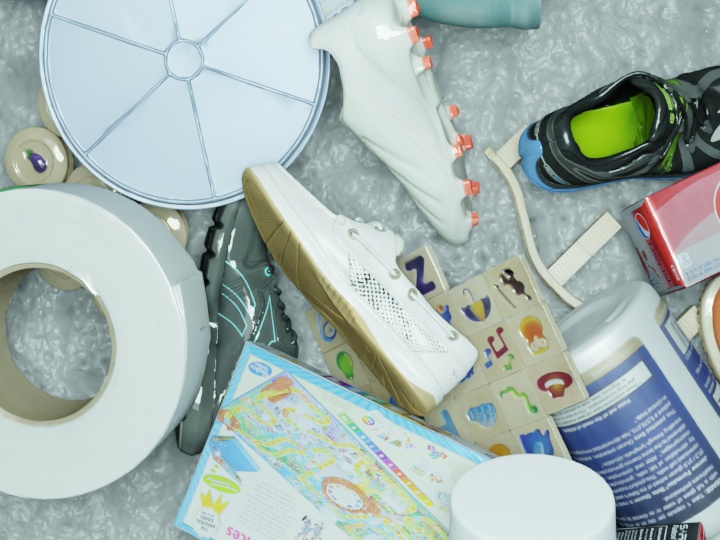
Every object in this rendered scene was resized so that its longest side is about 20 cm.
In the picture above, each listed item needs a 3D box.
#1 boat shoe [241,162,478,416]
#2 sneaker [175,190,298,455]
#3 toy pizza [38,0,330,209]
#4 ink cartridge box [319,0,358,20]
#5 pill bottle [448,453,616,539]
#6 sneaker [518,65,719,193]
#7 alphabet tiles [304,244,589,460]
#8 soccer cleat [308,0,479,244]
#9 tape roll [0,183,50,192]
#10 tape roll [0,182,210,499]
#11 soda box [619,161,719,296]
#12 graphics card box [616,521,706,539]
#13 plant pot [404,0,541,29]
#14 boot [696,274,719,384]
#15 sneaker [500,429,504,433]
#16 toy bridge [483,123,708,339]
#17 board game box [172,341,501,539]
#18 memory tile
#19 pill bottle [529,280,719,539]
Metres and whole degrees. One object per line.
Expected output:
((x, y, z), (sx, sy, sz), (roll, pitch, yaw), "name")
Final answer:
((0.000, 0.000, 0.853), (0.069, 0.071, 0.201), (-38, 84, -17), "boat shoe")
((-0.083, 0.034, 0.922), (0.078, 0.075, 0.203), (9, 93, -11), "sneaker")
((-0.119, -0.143, 0.873), (0.197, 0.032, 0.204), (0, 99, -1), "toy pizza")
((-0.116, -0.216, 0.941), (0.198, 0.041, 0.201), (-34, 90, 1), "ink cartridge box")
((0.103, 0.220, 0.763), (0.112, 0.115, 0.203), (-3, 113, 2), "pill bottle")
((0.208, -0.100, 0.891), (0.197, 0.083, 0.072), (-15, 84, -17), "sneaker")
((0.058, 0.071, 0.872), (0.199, 0.008, 0.169), (-29, 84, 42), "alphabet tiles")
((0.029, -0.098, 0.884), (0.076, 0.070, 0.201), (-13, 128, 16), "soccer cleat")
((-0.226, 0.041, 0.914), (0.197, 0.048, 0.204), (1, 97, 7), "tape roll")
((-0.201, 0.044, 0.852), (0.199, 0.071, 0.206), (1, 96, 7), "tape roll")
((0.286, -0.055, 0.890), (0.198, 0.063, 0.071), (-25, 85, -7), "soda box")
((0.140, 0.238, 0.851), (0.197, 0.051, 0.127), (-10, 110, 22), "graphics card box")
((0.046, -0.256, 0.860), (0.132, 0.200, 0.204), (-6, 87, 5), "plant pot")
((0.311, 0.081, 0.869), (0.075, 0.107, 0.201), (-33, 86, -16), "boot")
((0.129, 0.187, 0.892), (0.070, 0.076, 0.202), (-25, 86, 1), "sneaker")
((0.158, -0.014, 0.926), (0.067, 0.027, 0.200), (-43, 87, 1), "toy bridge")
((-0.012, 0.149, 0.844), (0.198, 0.034, 0.136), (24, 92, 18), "board game box")
((-0.179, -0.074, 0.925), (0.152, 0.017, 0.202), (32, 103, 3), "memory tile")
((0.203, 0.118, 0.869), (0.110, 0.111, 0.201), (-35, 95, 0), "pill bottle")
